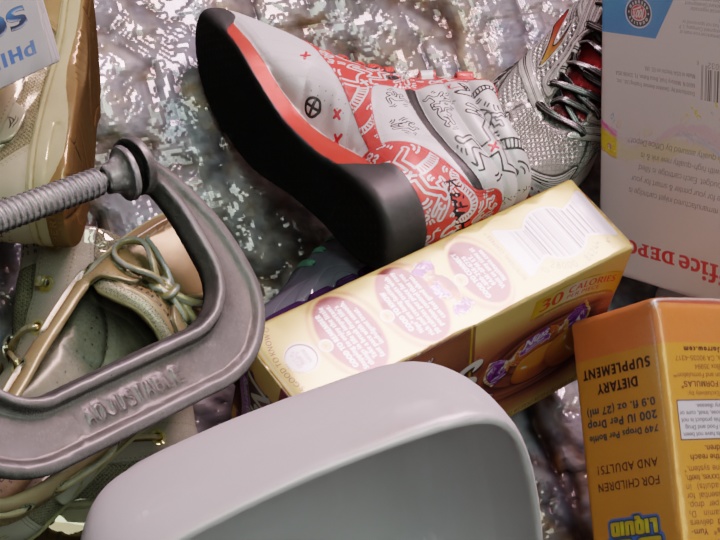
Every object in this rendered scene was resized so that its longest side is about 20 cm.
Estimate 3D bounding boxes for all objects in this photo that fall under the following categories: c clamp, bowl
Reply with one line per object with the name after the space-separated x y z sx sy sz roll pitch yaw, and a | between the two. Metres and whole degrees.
-0.135 -0.004 0.676 0.199 0.027 0.171 -18 75 -40 | c clamp
-0.023 0.127 0.714 0.199 0.200 0.075 -21 47 -11 | bowl

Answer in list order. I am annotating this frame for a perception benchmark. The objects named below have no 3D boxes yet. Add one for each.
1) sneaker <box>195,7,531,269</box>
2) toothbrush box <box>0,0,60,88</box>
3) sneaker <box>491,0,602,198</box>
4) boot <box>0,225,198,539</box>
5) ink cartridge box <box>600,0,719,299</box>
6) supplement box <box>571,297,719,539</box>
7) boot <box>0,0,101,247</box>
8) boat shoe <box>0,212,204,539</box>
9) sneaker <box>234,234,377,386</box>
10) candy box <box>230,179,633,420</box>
0.002 -0.082 0.856 0.108 0.067 0.201 -21 48 -27 | sneaker
-0.254 -0.127 0.739 0.145 0.086 0.200 -30 39 -27 | toothbrush box
0.131 -0.120 0.938 0.078 0.082 0.200 36 61 -2 | sneaker
-0.166 0.053 0.761 0.199 0.072 0.155 8 65 -22 | boot
0.216 -0.070 0.880 0.125 0.128 0.201 -12 110 -31 | ink cartridge box
0.154 0.117 0.786 0.069 0.066 0.201 1 77 -34 | supplement box
-0.208 -0.085 0.803 0.155 0.073 0.201 -3 45 -1 | boot
-0.111 0.040 0.715 0.073 0.063 0.201 44 54 -4 | boat shoe
0.000 0.000 0.859 0.199 0.075 0.088 -22 55 -30 | sneaker
0.032 0.043 0.806 0.199 0.117 0.056 -26 60 -28 | candy box
